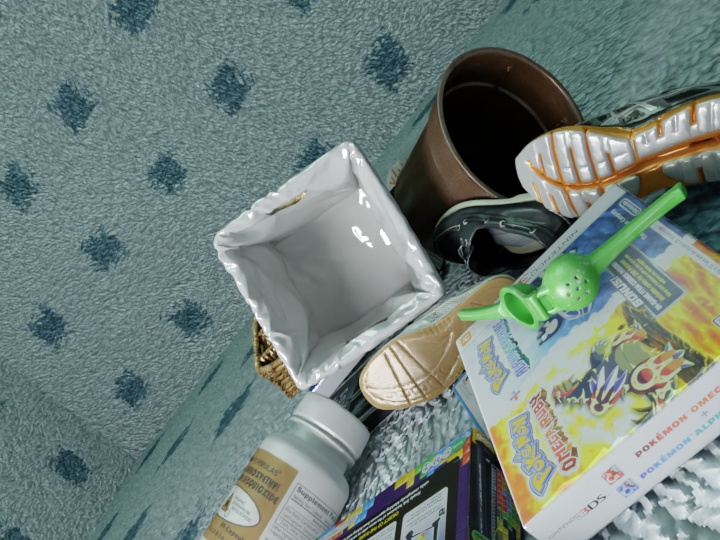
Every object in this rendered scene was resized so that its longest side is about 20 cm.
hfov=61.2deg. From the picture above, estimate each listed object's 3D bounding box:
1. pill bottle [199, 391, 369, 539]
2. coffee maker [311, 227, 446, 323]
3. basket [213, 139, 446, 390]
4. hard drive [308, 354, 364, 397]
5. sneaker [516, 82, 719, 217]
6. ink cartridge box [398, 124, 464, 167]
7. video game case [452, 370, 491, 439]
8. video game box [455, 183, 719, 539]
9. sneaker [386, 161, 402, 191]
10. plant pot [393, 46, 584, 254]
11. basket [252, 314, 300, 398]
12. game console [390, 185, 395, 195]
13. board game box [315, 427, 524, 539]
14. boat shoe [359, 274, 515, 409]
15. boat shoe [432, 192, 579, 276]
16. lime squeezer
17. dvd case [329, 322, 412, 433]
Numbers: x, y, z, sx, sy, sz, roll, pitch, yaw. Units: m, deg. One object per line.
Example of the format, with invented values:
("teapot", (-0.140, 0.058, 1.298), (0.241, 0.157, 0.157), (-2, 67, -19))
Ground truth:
("pill bottle", (-0.075, 0.240, 0.651), (0.202, 0.114, 0.114), (-56, 12, -23))
("coffee maker", (0.000, 0.000, 0.882), (0.193, 0.199, 0.135), (-50, 9, 2))
("basket", (-0.030, -0.007, 0.719), (0.195, 0.203, 0.161), (-33, -2, 5))
("hard drive", (-0.031, 0.136, 0.978), (0.133, 0.025, 0.200), (-51, 4, 8))
("sneaker", (0.224, -0.101, 0.502), (0.196, 0.080, 0.077), (-5, 31, 40))
("ink cartridge box", (0.177, -0.202, 0.924), (0.143, 0.084, 0.200), (-4, -31, -46))
("video game case", (0.162, 0.053, 0.513), (0.201, 0.018, 0.143), (-52, 10, 5))
("video game box", (0.156, 0.049, 0.409), (0.183, 0.046, 0.201), (-50, 18, 17))
("sneaker", (0.143, -0.262, 1.496), (0.199, 0.079, 0.077), (-42, 0, 28))
("plant pot", (0.141, -0.125, 0.753), (0.203, 0.198, 0.198), (-57, 5, -29))
("basket", (-0.104, 0.089, 0.987), (0.200, 0.148, 0.143), (-47, 4, 31))
("game console", (0.069, -0.085, 1.357), (0.200, 0.120, 0.170), (-44, -18, 32))
("board game box", (0.025, 0.230, 0.418), (0.200, 0.056, 0.167), (-46, 14, 30))
("boat shoe", (0.086, 0.074, 0.638), (0.198, 0.072, 0.069), (-35, 3, 14))
("boat shoe", (0.136, -0.026, 0.634), (0.197, 0.075, 0.067), (-4, 46, 53))
("lime squeezer", (0.128, 0.007, 0.425), (0.199, 0.037, 0.072), (-38, 23, 41))
("dvd case", (0.000, 0.172, 0.797), (0.200, 0.025, 0.151), (-47, 11, 27))
